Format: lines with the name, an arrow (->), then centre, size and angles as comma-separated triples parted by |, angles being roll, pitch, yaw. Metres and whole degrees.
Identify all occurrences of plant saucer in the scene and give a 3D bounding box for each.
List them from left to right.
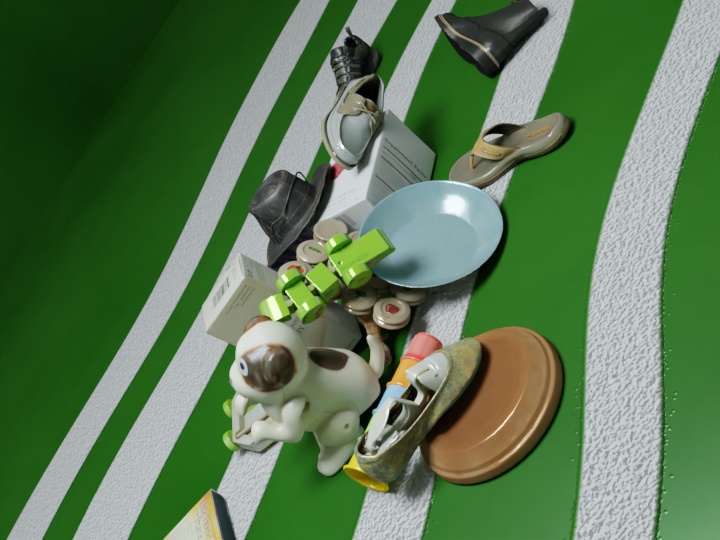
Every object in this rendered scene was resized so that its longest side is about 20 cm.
plant saucer -> 0.097, -0.042, 1.319 | 0.200, 0.039, 0.201 | -8, 46, 9
plant saucer -> 0.138, 0.145, 1.103 | 0.200, 0.037, 0.200 | -34, 33, 26

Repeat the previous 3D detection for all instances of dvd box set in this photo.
dvd box set -> -0.252, 0.418, 1.331 | 0.200, 0.029, 0.146 | -48, 29, 6

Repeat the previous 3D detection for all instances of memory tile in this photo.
memory tile -> 0.000, 0.000, 1.328 | 0.199, 0.017, 0.153 | 21, 45, 20

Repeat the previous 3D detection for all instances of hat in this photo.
hat -> -0.128, -0.099, 1.496 | 0.201, 0.081, 0.201 | -55, 16, 24

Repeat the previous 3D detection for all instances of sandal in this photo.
sandal -> 0.202, -0.179, 1.367 | 0.200, 0.054, 0.081 | -24, 38, 38

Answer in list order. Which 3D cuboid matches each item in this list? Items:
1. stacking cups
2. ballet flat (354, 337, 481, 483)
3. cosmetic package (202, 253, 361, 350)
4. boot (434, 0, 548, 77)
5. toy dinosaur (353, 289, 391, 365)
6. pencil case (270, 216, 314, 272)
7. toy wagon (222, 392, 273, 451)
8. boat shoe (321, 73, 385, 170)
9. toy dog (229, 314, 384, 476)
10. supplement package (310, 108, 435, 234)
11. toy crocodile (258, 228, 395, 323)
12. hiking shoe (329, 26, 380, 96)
stacking cups -> 0.051, 0.170, 1.182 | 0.060, 0.060, 0.200 | -4, 49, 52
ballet flat -> 0.063, 0.149, 1.098 | 0.200, 0.071, 0.071 | -53, 29, -5
cosmetic package -> -0.110, 0.071, 1.349 | 0.104, 0.200, 0.073 | -54, 26, 18
boot -> 0.218, -0.413, 1.609 | 0.138, 0.077, 0.200 | -41, 43, 7
toy dinosaur -> -0.005, 0.038, 1.324 | 0.200, 0.106, 0.061 | 49, 137, 24
pencil case -> -0.110, 0.003, 1.570 | 0.086, 0.084, 0.200 | 107, -177, -57
toy wagon -> -0.141, 0.178, 1.448 | 0.155, 0.040, 0.200 | -40, 30, 17
boat shoe -> -0.007, -0.233, 1.452 | 0.068, 0.075, 0.200 | -36, 31, 33
toy dog -> -0.076, 0.143, 1.220 | 0.194, 0.200, 0.140 | -42, 38, 17
supplement package -> 0.022, -0.124, 1.486 | 0.121, 0.120, 0.200 | -26, 37, 38
toy crocodile -> -0.044, 0.013, 1.262 | 0.200, 0.062, 0.068 | -36, 67, -9
hiking shoe -> -0.030, -0.380, 1.871 | 0.076, 0.101, 0.200 | -23, 39, 40
